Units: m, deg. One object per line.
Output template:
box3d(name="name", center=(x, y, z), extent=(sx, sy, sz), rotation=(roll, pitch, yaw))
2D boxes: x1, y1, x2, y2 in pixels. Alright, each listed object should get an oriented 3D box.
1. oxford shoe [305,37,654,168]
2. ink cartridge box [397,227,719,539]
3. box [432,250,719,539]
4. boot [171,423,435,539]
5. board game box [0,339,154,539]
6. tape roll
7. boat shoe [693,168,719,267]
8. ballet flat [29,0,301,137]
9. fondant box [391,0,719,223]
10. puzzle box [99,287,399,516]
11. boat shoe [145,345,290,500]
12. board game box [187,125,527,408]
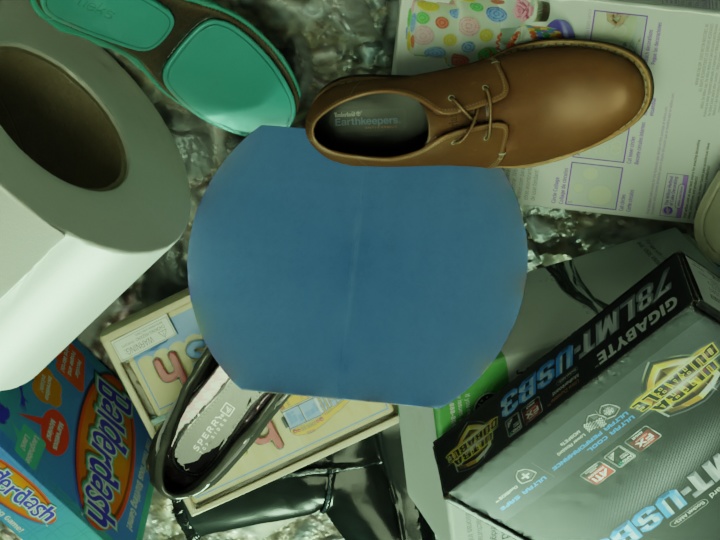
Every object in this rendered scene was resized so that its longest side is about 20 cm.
box3d(name="oxford shoe", center=(0.066, -0.086, 1.501), extent=(0.200, 0.071, 0.071), rotation=(-9, 99, 8))
box3d(name="ink cartridge box", center=(0.128, 0.075, 1.627), extent=(0.200, 0.083, 0.147), rotation=(-17, 124, -14))
box3d(name="box", center=(0.180, 0.101, 1.554), extent=(0.200, 0.050, 0.198), rotation=(-40, 127, 24))
box3d(name="boot", center=(-0.039, 0.150, 1.741), extent=(0.162, 0.073, 0.198), rotation=(-8, 115, 8))
box3d(name="board game box", center=(-0.211, 0.089, 1.668), extent=(0.045, 0.152, 0.200), rotation=(-34, 115, 23))
box3d(name="tape roll", center=(-0.218, -0.049, 1.549), extent=(0.203, 0.203, 0.139), rotation=(38, 119, -19))
box3d(name="boat shoe", center=(0.266, -0.085, 1.554), extent=(0.073, 0.063, 0.200), rotation=(37, 94, 17))
box3d(name="ballet flat", center=(-0.114, -0.146, 1.547), extent=(0.200, 0.070, 0.067), rotation=(29, 117, -38))
box3d(name="fondant box", center=(0.118, -0.110, 1.564), extent=(0.200, 0.058, 0.144), rotation=(6, 124, 0))
box3d(name="puzzle box", center=(-0.045, 0.055, 1.659), extent=(0.200, 0.025, 0.133), rotation=(-26, 102, 5))
box3d(name="boat shoe", center=(-0.064, 0.058, 1.617), extent=(0.067, 0.057, 0.200), rotation=(32, 101, -7))
box3d(name="board game box", center=(0.000, 0.000, 1.561), extent=(0.200, 0.039, 0.158), rotation=(4, 81, 10))
